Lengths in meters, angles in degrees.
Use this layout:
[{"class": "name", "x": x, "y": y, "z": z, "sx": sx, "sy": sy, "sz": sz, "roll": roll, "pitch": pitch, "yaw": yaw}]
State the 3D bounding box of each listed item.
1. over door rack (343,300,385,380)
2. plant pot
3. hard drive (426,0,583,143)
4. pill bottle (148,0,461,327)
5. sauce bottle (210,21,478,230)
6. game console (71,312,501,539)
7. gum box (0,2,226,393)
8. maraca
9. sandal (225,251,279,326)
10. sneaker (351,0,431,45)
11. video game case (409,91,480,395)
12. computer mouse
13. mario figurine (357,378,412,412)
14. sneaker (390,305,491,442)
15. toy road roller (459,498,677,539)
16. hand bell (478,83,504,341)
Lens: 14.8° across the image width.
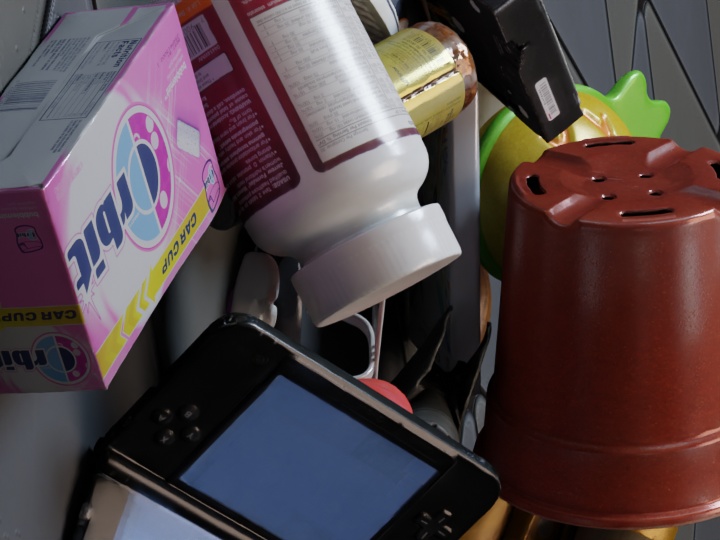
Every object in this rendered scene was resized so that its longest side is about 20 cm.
[{"class": "over door rack", "x": 0.000, "y": 0.000, "z": 1.704, "sx": 0.200, "sy": 0.067, "sz": 0.148, "roll": -72, "pitch": 171, "yaw": -47}, {"class": "plant pot", "x": 0.168, "y": 0.030, "z": 1.757, "sx": 0.201, "sy": 0.200, "sz": 0.196, "roll": -51, "pitch": 143, "yaw": -60}, {"class": "hard drive", "x": 0.058, "y": -0.183, "z": 1.782, "sx": 0.038, "sy": 0.200, "sz": 0.140, "roll": -39, "pitch": 141, "yaw": -9}, {"class": "pill bottle", "x": -0.030, "y": -0.077, "z": 1.522, "sx": 0.200, "sy": 0.109, "sz": 0.110, "roll": 63, "pitch": 20, "yaw": 5}, {"class": "sauce bottle", "x": -0.018, "y": -0.084, "z": 1.632, "sx": 0.200, "sy": 0.066, "sz": 0.066, "roll": -29, "pitch": 119, "yaw": -36}, {"class": "game console", "x": -0.041, "y": 0.151, "z": 1.456, "sx": 0.200, "sy": 0.176, "sz": 0.116, "roll": 33, "pitch": 23, "yaw": -28}, {"class": "gum box", "x": -0.136, "y": -0.042, "z": 1.392, "sx": 0.200, "sy": 0.066, "sz": 0.114, "roll": -63, "pitch": 144, "yaw": -53}, {"class": "maraca", "x": 0.143, "y": -0.063, "z": 1.878, "sx": 0.200, "sy": 0.107, "sz": 0.137, "roll": -22, "pitch": 115, "yaw": -39}, {"class": "sandal", "x": -0.084, "y": 0.088, "z": 1.552, "sx": 0.082, "sy": 0.050, "sz": 0.203, "roll": 30, "pitch": 72, "yaw": -84}, {"class": "sneaker", "x": -0.003, "y": -0.158, "z": 1.748, "sx": 0.200, "sy": 0.078, "sz": 0.080, "roll": 72, "pitch": 28, "yaw": -63}, {"class": "video game case", "x": 0.053, "y": -0.033, "z": 1.837, "sx": 0.182, "sy": 0.022, "sz": 0.200, "roll": -129, "pitch": -143, "yaw": -77}, {"class": "computer mouse", "x": -0.054, "y": -0.039, "z": 1.672, "sx": 0.059, "sy": 0.034, "sz": 0.200, "roll": 101, "pitch": -11, "yaw": -67}, {"class": "mario figurine", "x": -0.011, "y": 0.150, "z": 1.619, "sx": 0.106, "sy": 0.123, "sz": 0.200, "roll": -120, "pitch": -164, "yaw": -49}, {"class": "sneaker", "x": 0.024, "y": 0.126, "z": 1.739, "sx": 0.104, "sy": 0.060, "sz": 0.200, "roll": -83, "pitch": -162, "yaw": -64}, {"class": "toy road roller", "x": 0.094, "y": 0.191, "z": 1.817, "sx": 0.146, "sy": 0.200, "sz": 0.123, "roll": 34, "pitch": 71, "yaw": -34}, {"class": "hand bell", "x": 0.083, "y": -0.027, "z": 1.940, "sx": 0.104, "sy": 0.104, "sz": 0.200, "roll": 41, "pitch": 53, "yaw": -63}]
